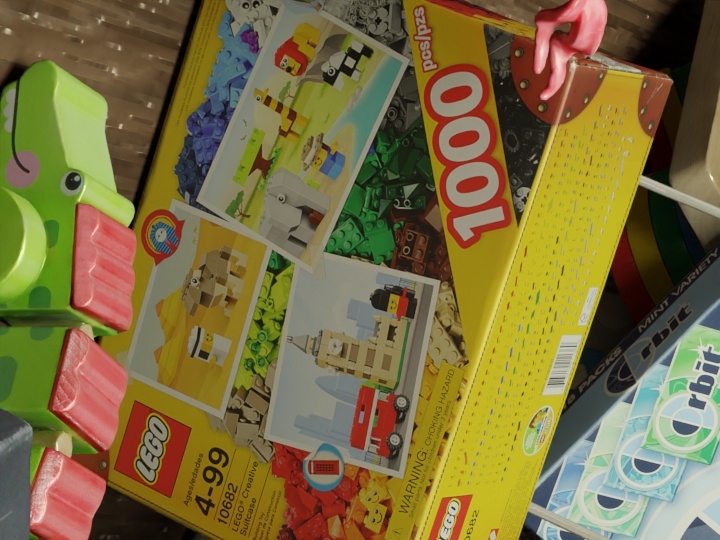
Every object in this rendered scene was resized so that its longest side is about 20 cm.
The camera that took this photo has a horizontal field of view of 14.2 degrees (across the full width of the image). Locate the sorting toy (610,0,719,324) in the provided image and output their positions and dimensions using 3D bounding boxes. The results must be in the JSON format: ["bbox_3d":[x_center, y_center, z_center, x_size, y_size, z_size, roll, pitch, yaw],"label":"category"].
[{"bbox_3d":[0.174,-0.003,1.266,0.199,0.069,0.200,59,26,-22],"label":"sorting toy"}]

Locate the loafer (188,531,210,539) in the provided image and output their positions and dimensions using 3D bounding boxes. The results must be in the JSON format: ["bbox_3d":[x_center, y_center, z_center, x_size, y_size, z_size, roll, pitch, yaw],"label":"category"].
[{"bbox_3d":[-0.043,0.160,1.121,0.200,0.070,0.075,-64,151,-4],"label":"loafer"}]

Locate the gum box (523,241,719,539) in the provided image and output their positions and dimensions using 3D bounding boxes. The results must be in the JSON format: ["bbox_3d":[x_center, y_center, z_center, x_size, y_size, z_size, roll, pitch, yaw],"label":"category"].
[{"bbox_3d":[0.184,0.088,1.165,0.170,0.200,0.045,-46,-162,13],"label":"gum box"}]

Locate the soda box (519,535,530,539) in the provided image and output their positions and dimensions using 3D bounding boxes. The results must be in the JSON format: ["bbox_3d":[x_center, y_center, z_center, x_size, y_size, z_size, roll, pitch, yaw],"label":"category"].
[{"bbox_3d":[0.016,0.199,1.250,0.063,0.068,0.201,-24,130,-50],"label":"soda box"}]

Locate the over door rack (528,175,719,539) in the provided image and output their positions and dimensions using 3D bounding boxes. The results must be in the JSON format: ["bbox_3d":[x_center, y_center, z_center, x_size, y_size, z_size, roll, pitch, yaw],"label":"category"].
[{"bbox_3d":[0.085,0.029,1.105,0.148,0.200,0.067,-66,154,-1],"label":"over door rack"}]

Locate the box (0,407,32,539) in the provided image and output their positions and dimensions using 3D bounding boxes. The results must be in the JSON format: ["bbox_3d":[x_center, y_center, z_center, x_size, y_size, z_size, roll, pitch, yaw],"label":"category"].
[{"bbox_3d":[-0.198,0.143,0.806,0.197,0.117,0.200,-31,134,-46],"label":"box"}]

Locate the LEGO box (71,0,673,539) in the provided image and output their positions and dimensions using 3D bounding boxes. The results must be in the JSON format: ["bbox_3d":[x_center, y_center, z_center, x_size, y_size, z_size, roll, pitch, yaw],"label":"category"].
[{"bbox_3d":[0.000,0.000,0.996,0.077,0.149,0.201,1,109,-59],"label":"LEGO box"}]

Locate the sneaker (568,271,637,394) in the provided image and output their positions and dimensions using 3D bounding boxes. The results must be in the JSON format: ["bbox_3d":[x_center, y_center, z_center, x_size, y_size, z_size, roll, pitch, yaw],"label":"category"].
[{"bbox_3d":[0.121,0.012,1.293,0.200,0.075,0.087,-4,88,-69],"label":"sneaker"}]

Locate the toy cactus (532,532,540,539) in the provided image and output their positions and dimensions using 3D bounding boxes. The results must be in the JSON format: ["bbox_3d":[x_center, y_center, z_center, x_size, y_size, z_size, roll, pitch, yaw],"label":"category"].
[{"bbox_3d":[0.104,0.133,1.259,0.165,0.102,0.200,90,11,-55],"label":"toy cactus"}]

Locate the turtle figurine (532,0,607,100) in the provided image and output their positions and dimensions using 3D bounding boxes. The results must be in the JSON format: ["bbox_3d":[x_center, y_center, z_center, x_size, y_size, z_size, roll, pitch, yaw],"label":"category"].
[{"bbox_3d":[0.030,-0.136,0.894,0.101,0.200,0.150,-46,145,-32],"label":"turtle figurine"}]

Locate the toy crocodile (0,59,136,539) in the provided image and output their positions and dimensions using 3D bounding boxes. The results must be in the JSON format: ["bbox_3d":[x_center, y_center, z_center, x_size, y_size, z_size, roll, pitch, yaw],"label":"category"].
[{"bbox_3d":[-0.099,0.032,0.900,0.068,0.062,0.201,42,50,-59],"label":"toy crocodile"}]
